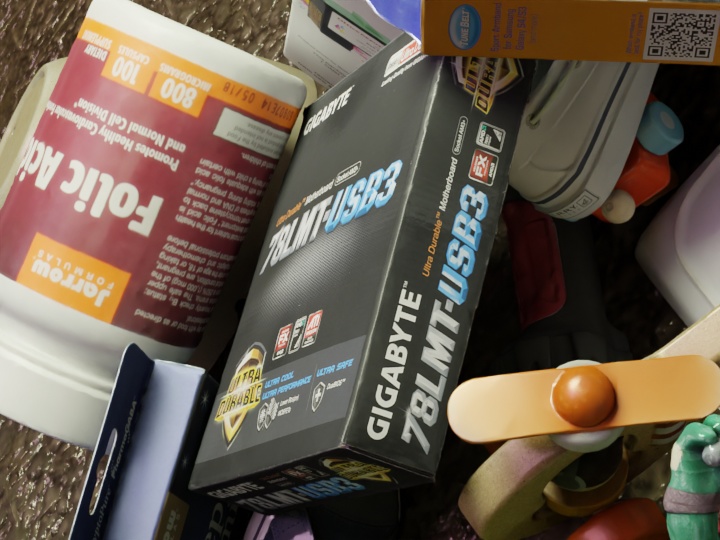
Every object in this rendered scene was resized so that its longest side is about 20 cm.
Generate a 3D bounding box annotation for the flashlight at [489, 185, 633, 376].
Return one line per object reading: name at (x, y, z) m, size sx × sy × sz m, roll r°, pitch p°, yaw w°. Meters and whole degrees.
flashlight at (0.078, -0.008, 1.045) m, size 0.068 × 0.068 × 0.200 m, roll -34°, pitch 44°, yaw 35°

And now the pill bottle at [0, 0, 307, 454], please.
pill bottle at (-0.115, -0.021, 1.078) m, size 0.114 × 0.114 × 0.200 m, roll 27°, pitch 94°, yaw 54°

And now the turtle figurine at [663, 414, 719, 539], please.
turtle figurine at (0.157, 0.138, 0.826) m, size 0.200 × 0.150 × 0.101 m, roll -51°, pitch -9°, yaw -35°

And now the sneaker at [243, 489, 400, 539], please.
sneaker at (-0.024, 0.177, 1.050) m, size 0.079 × 0.078 × 0.200 m, roll 33°, pitch 103°, yaw 57°

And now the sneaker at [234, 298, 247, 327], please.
sneaker at (-0.012, 0.009, 1.121) m, size 0.071 × 0.098 × 0.201 m, roll -24°, pitch 50°, yaw 44°

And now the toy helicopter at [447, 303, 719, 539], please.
toy helicopter at (0.118, 0.041, 0.880) m, size 0.200 × 0.132 × 0.079 m, roll -40°, pitch 64°, yaw 16°

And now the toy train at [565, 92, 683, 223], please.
toy train at (0.165, -0.105, 1.002) m, size 0.200 × 0.056 × 0.150 m, roll -41°, pitch 36°, yaw 32°

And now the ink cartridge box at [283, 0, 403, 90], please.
ink cartridge box at (0.040, -0.163, 1.069) m, size 0.145 × 0.084 × 0.200 m, roll -54°, pitch -2°, yaw -11°

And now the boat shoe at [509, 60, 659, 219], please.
boat shoe at (0.103, -0.124, 0.990) m, size 0.074 × 0.067 × 0.200 m, roll -13°, pitch 55°, yaw 53°

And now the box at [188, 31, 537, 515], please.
box at (0.000, 0.000, 0.971) m, size 0.200 × 0.050 × 0.199 m, roll 155°, pitch 132°, yaw -67°

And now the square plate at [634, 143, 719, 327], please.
square plate at (0.211, -0.028, 0.926) m, size 0.200 × 0.028 × 0.198 m, roll -50°, pitch 37°, yaw 18°

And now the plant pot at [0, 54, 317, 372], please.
plant pot at (-0.128, -0.043, 1.218) m, size 0.200 × 0.134 × 0.200 m, roll -55°, pitch 21°, yaw 32°

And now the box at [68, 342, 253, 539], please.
box at (-0.084, 0.120, 1.074) m, size 0.032 × 0.200 × 0.121 m, roll 10°, pitch 74°, yaw 18°

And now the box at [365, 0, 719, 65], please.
box at (0.101, -0.138, 0.897) m, size 0.041 × 0.200 × 0.119 m, roll 93°, pitch 180°, yaw -53°
